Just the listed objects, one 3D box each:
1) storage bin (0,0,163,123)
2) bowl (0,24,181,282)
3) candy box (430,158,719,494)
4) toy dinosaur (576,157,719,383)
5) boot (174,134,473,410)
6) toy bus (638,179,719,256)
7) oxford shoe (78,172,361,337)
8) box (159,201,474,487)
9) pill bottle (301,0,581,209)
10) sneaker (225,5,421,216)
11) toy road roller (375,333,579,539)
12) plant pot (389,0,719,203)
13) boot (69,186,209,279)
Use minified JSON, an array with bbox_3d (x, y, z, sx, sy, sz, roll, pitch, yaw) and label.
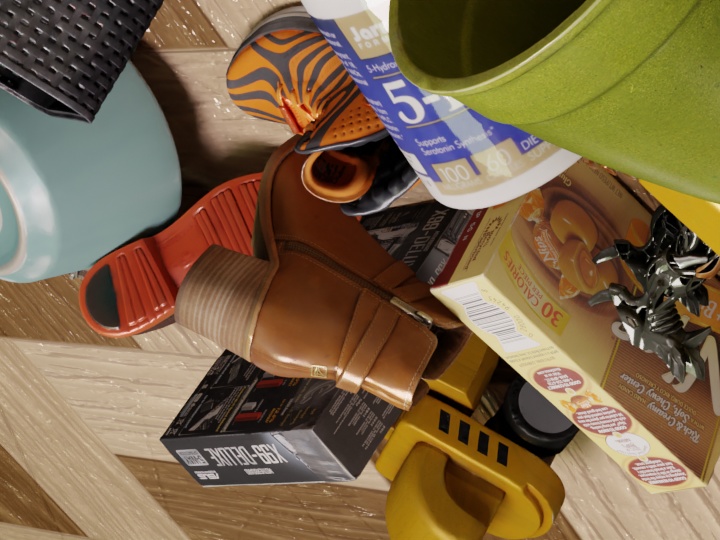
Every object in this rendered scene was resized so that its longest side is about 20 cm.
[{"bbox_3d":[-0.228,-0.178,1.274,0.200,0.094,0.135,33,174,-21],"label":"storage bin"},{"bbox_3d":[-0.226,-0.072,1.433,0.201,0.105,0.201,25,135,28],"label":"bowl"},{"bbox_3d":[0.146,0.026,1.287,0.200,0.116,0.055,43,150,-21],"label":"candy box"},{"bbox_3d":[0.194,-0.028,1.203,0.200,0.102,0.136,38,123,14],"label":"toy dinosaur"},{"bbox_3d":[0.000,0.000,1.299,0.155,0.200,0.074,21,138,14],"label":"boot"},{"bbox_3d":[0.213,-0.039,1.116,0.200,0.078,0.065,43,167,4],"label":"toy bus"},{"bbox_3d":[-0.087,-0.014,1.443,0.200,0.071,0.073,-21,171,11],"label":"oxford shoe"},{"bbox_3d":[-0.017,0.045,1.385,0.158,0.200,0.050,-9,129,49],"label":"box"},{"bbox_3d":[0.037,-0.142,1.110,0.120,0.120,0.200,-6,127,48],"label":"pill bottle"},{"bbox_3d":[-0.022,-0.091,1.261,0.200,0.112,0.078,-3,137,45],"label":"sneaker"},{"bbox_3d":[0.047,0.120,1.498,0.200,0.146,0.123,29,151,2],"label":"toy road roller"},{"bbox_3d":[0.150,-0.119,0.982,0.193,0.201,0.200,32,154,-28],"label":"plant pot"},{"bbox_3d":[-0.145,-0.008,1.563,0.200,0.070,0.146,35,154,2],"label":"boot"}]
